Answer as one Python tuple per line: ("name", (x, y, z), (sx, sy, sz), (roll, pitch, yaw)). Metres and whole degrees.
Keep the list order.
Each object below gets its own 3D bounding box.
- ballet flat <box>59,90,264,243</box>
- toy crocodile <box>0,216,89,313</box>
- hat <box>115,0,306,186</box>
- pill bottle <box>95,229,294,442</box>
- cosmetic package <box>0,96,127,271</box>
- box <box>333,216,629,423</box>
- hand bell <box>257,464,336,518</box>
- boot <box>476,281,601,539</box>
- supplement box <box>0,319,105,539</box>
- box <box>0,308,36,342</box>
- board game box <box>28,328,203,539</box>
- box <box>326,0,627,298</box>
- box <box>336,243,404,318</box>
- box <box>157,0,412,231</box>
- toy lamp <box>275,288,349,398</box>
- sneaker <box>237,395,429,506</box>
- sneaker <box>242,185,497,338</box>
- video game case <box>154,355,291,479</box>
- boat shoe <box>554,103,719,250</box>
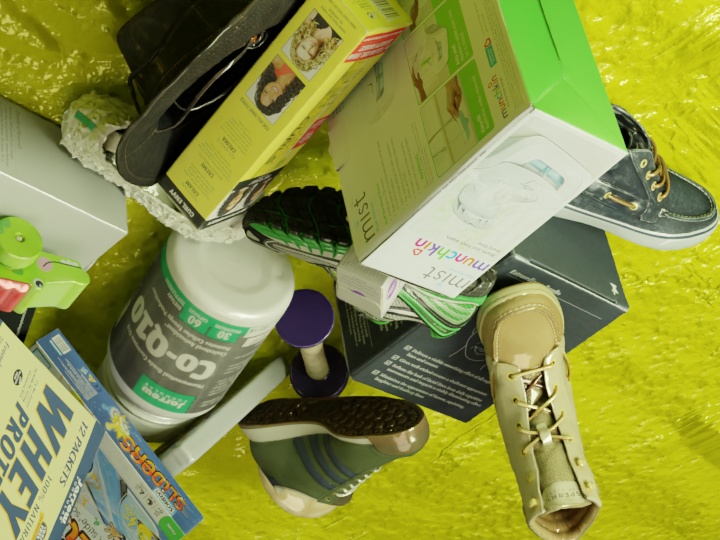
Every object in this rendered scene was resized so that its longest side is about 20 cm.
("ballet flat", (-0.139, -0.067, 1.186), (0.072, 0.072, 0.199), (-36, 136, 29))
("toy crocodile", (-0.286, -0.007, 1.109), (0.199, 0.062, 0.067), (20, 135, -36))
("hat", (-0.118, -0.149, 1.070), (0.201, 0.081, 0.201), (-44, 175, -5))
("pill bottle", (-0.144, 0.052, 1.314), (0.112, 0.114, 0.200), (10, 137, -27))
("cosmetic package", (-0.280, -0.063, 1.155), (0.113, 0.082, 0.199), (-34, 139, 27))
("box", (0.099, 0.022, 1.348), (0.148, 0.108, 0.200), (24, 131, -38))
("hand bell", (-0.004, 0.158, 1.451), (0.103, 0.105, 0.200), (12, 156, -28))
("boot", (0.145, 0.118, 1.265), (0.072, 0.156, 0.201), (-11, 143, -1))
("supplement box", (-0.340, 0.124, 1.200), (0.198, 0.135, 0.200), (6, 151, 24))
("box", (-0.369, 0.059, 1.320), (0.159, 0.044, 0.200), (6, 140, -23))
("board game box", (-0.240, 0.167, 1.321), (0.135, 0.200, 0.034), (-39, 179, 30))
("box", (0.066, -0.116, 1.080), (0.096, 0.201, 0.176), (19, 133, -35))
("box", (0.046, -0.052, 1.175), (0.041, 0.200, 0.039), (23, 145, 17))
("box", (-0.054, -0.115, 1.087), (0.200, 0.050, 0.075), (-47, 170, 28))
("toy lamp", (-0.041, 0.075, 1.393), (0.058, 0.059, 0.200), (-11, 161, -1))
("sneaker", (-0.014, 0.164, 1.385), (0.199, 0.067, 0.090), (-2, 115, 37))
("sneaker", (0.000, 0.000, 1.219), (0.199, 0.078, 0.086), (22, 122, -4))
("video game case", (-0.167, 0.164, 1.422), (0.182, 0.200, 0.023), (-38, 92, 30))
("boat shoe", (0.226, -0.077, 1.281), (0.199, 0.071, 0.091), (10, 142, -23))
